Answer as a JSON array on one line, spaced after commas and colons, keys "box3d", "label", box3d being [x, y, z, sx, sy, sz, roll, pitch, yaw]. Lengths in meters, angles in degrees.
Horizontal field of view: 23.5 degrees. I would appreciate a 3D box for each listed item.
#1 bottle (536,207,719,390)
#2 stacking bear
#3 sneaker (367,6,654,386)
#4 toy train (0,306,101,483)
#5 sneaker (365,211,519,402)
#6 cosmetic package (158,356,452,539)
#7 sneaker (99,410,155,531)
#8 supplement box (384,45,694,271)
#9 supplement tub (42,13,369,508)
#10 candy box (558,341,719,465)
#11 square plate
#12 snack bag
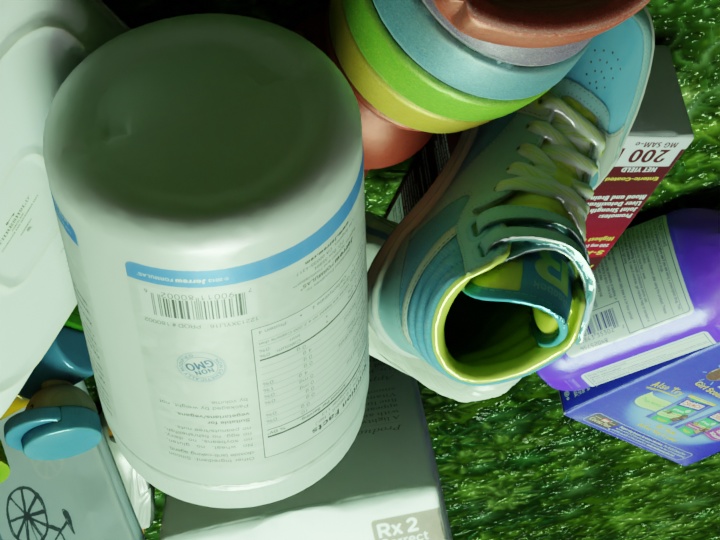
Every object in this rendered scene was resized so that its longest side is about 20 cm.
[{"box3d": [0.194, 0.006, 1.041, 0.200, 0.084, 0.065, -22, 148, 18], "label": "bottle"}, {"box3d": [0.030, -0.108, 0.745, 0.114, 0.122, 0.200, 4, 158, -27], "label": "stacking bear"}, {"box3d": [0.085, -0.032, 0.767, 0.079, 0.131, 0.200, 29, 96, -19], "label": "sneaker"}, {"box3d": [-0.223, 0.073, 0.970, 0.200, 0.116, 0.085, -28, 148, 28], "label": "toy train"}, {"box3d": [0.000, 0.000, 0.897, 0.072, 0.200, 0.072, -61, 174, 22], "label": "sneaker"}, {"box3d": [-0.024, 0.174, 1.092, 0.165, 0.200, 0.165, -12, 111, 2], "label": "cosmetic package"}, {"box3d": [-0.190, 0.151, 1.183, 0.092, 0.076, 0.200, 0, 150, -13], "label": "sneaker"}, {"box3d": [0.086, -0.041, 0.934, 0.109, 0.061, 0.200, -1, 151, -17], "label": "supplement box"}, {"box3d": [-0.062, 0.000, 0.763, 0.132, 0.132, 0.200, -8, 142, -6], "label": "supplement tub"}, {"box3d": [0.252, 0.047, 1.148, 0.200, 0.077, 0.169, -27, 148, 29], "label": "candy box"}, {"box3d": [-0.154, -0.028, 0.745, 0.200, 0.028, 0.198, -58, 156, -5], "label": "square plate"}, {"box3d": [-0.207, 0.146, 1.048, 0.200, 0.189, 0.021, -32, 166, 33], "label": "snack bag"}]
